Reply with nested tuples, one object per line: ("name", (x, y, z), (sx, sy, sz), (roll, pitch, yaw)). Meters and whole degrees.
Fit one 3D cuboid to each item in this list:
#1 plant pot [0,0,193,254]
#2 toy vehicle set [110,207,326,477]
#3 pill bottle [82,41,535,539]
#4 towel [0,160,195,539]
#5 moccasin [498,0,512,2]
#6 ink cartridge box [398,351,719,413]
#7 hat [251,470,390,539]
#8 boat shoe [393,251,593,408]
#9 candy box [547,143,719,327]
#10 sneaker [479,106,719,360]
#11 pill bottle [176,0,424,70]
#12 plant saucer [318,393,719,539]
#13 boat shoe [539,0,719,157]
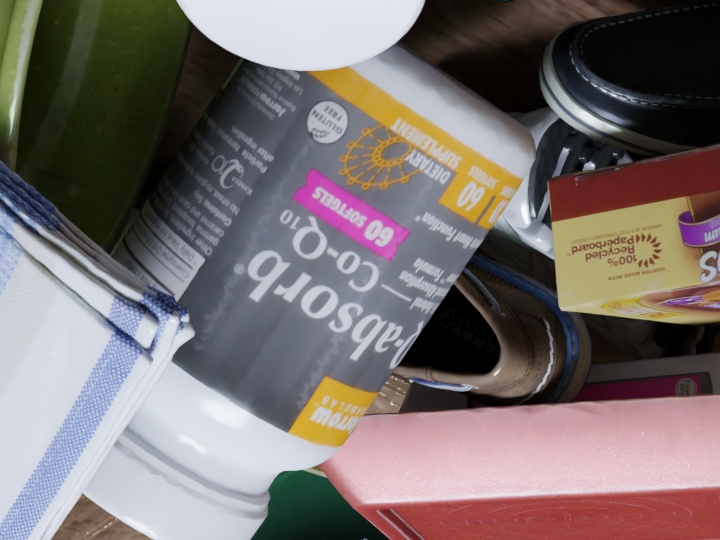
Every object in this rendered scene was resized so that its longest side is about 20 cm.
("plant pot", (-0.172, -0.105, 0.822), (0.184, 0.201, 0.200), (14, 145, 9))
("toy vehicle set", (-0.087, 0.029, 1.057), (0.124, 0.027, 0.200), (12, 155, 46))
("pill bottle", (-0.032, 0.003, 0.865), (0.116, 0.116, 0.200), (30, 97, -28))
("towel", (-0.158, 0.000, 0.757), (0.200, 0.024, 0.147), (38, 131, 5))
("moccasin", (0.004, -0.122, 0.805), (0.200, 0.081, 0.068), (12, 143, -35))
("ink cartridge box", (0.090, 0.070, 1.021), (0.200, 0.037, 0.095), (-9, 163, 19))
("hat", (0.004, 0.187, 1.214), (0.165, 0.200, 0.176), (-25, 149, -4))
("boat shoe", (0.000, 0.000, 0.956), (0.200, 0.072, 0.072), (20, -177, 30))
("candy box", (0.176, -0.011, 0.899), (0.117, 0.057, 0.200), (-11, 168, 37))
("sneaker", (0.097, -0.016, 0.988), (0.081, 0.075, 0.200), (12, 160, 40))
("pill bottle", (-0.010, -0.155, 0.690), (0.104, 0.200, 0.104), (3, 138, 3))
("plant saucer", (0.088, 0.096, 0.992), (0.199, 0.037, 0.200), (-4, 164, 11))
("boat shoe", (0.168, -0.083, 0.873), (0.200, 0.075, 0.062), (1, 142, -3))
